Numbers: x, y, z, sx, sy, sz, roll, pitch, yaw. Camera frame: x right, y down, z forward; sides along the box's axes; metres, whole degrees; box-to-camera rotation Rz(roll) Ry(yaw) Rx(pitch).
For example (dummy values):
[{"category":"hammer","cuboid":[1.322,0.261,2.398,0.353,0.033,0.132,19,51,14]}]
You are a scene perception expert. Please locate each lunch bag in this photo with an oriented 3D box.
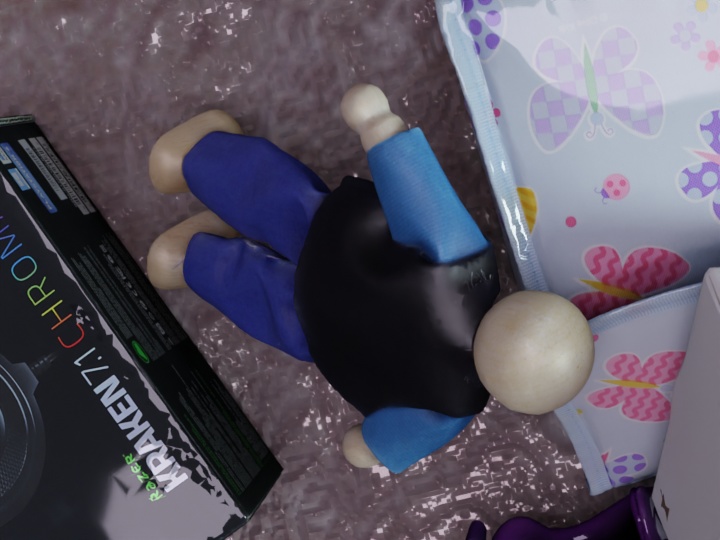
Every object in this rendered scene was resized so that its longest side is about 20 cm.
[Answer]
[{"category":"lunch bag","cuboid":[0.132,-0.031,0.759,0.168,0.127,0.201,-15,106,8]}]

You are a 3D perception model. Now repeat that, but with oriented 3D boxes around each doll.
[{"category":"doll","cuboid":[0.000,0.000,0.747,0.199,0.048,0.137,26,121,43]}]

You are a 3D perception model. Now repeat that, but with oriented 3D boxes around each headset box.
[{"category":"headset box","cuboid":[-0.162,0.070,0.814,0.199,0.093,0.175,-35,91,9]}]

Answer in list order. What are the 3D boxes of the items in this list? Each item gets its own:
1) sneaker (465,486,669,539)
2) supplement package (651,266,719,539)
[{"category":"sneaker","cuboid":[0.138,0.113,0.782,0.198,0.075,0.088,-11,131,7]},{"category":"supplement package","cuboid":[0.212,0.069,0.703,0.198,0.120,0.122,-7,138,-10]}]
